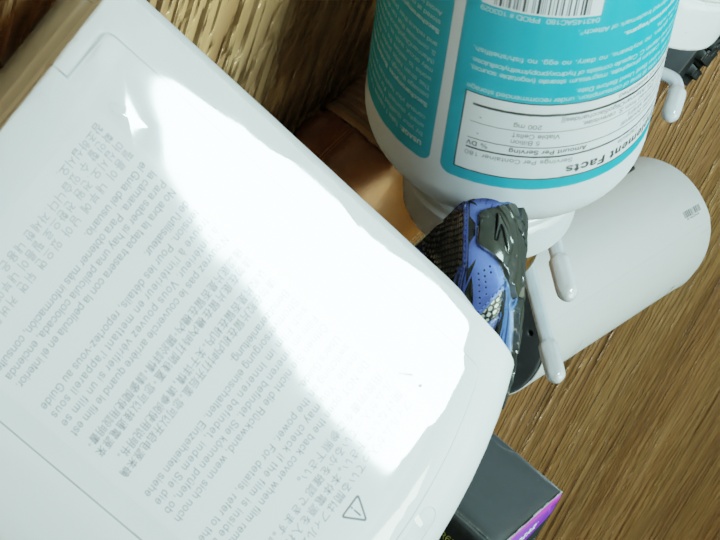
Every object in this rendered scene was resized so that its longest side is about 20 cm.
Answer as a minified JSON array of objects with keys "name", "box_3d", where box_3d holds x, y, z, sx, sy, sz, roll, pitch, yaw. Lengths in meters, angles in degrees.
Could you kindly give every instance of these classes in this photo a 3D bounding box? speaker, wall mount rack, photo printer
[{"name":"speaker","box_3d":[0.113,0.002,1.450,0.200,0.081,0.081,-28,154,-52]},{"name":"wall mount rack","box_3d":[0.102,-0.053,1.257,0.174,0.074,0.200,-62,168,-18]},{"name":"photo printer","box_3d":[-0.058,0.033,0.822,0.167,0.200,0.069,-53,-163,-13]}]

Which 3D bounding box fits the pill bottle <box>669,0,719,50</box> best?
[{"name":"pill bottle","box_3d":[0.159,-0.191,1.073,0.111,0.111,0.201,-26,153,-54]}]

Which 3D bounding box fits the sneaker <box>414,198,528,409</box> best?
[{"name":"sneaker","box_3d":[0.003,0.034,1.004,0.200,0.078,0.076,130,-30,-50]}]

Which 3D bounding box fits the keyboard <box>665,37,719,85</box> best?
[{"name":"keyboard","box_3d":[0.232,-0.186,1.456,0.200,0.021,0.127,-53,164,7]}]

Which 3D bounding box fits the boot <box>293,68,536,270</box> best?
[{"name":"boot","box_3d":[0.000,0.000,1.137,0.155,0.077,0.200,-49,162,-10]}]

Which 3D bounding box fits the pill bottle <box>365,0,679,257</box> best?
[{"name":"pill bottle","box_3d":[0.060,-0.096,0.977,0.111,0.111,0.201,-38,153,-34]}]

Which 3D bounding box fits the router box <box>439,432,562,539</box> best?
[{"name":"router box","box_3d":[-0.040,0.076,0.981,0.051,0.200,0.150,-33,157,-48]}]
